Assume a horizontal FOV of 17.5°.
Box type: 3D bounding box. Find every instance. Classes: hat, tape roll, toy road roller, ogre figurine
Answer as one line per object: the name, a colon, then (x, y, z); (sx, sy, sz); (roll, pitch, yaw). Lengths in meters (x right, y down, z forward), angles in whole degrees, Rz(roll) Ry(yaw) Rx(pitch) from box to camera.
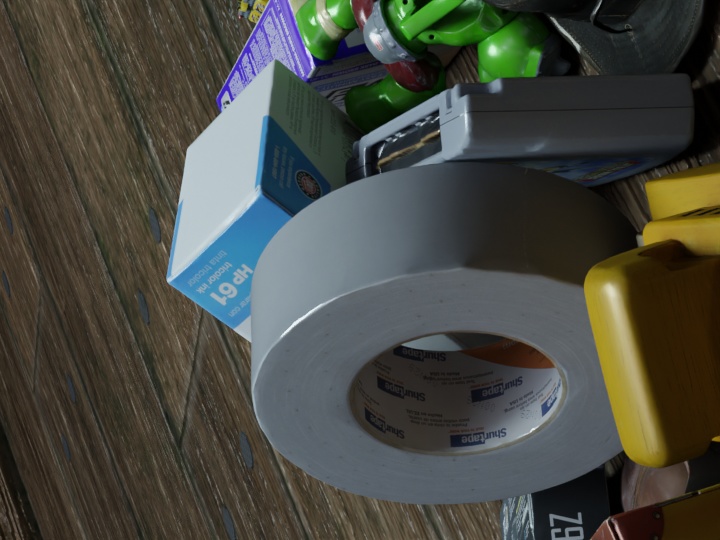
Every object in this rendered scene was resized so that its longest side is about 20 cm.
hat: (0.091, -0.166, 1.144); (0.201, 0.081, 0.201); (164, 90, -72)
tape roll: (0.046, 0.035, 1.143); (0.200, 0.200, 0.066); (100, 170, -52)
toy road roller: (0.154, 0.021, 1.000); (0.200, 0.146, 0.123); (178, 78, -71)
ogre figurine: (0.032, -0.136, 1.267); (0.120, 0.098, 0.200); (-31, 82, 35)

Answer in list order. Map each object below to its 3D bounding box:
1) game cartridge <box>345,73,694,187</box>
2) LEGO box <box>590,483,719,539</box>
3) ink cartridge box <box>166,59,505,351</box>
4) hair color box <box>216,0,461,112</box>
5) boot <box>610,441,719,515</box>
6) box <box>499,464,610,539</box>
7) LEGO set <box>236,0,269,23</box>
game cartridge: (0.082, -0.064, 1.163); (0.200, 0.133, 0.042); (159, 112, -73)
LEGO box: (0.198, 0.185, 0.995); (0.077, 0.149, 0.200); (111, 141, -61)
ink cartridge box: (0.000, 0.000, 1.283); (0.085, 0.200, 0.145); (-44, 22, 25)
hair color box: (-0.012, -0.127, 1.431); (0.200, 0.109, 0.065); (134, 118, -70)
boot: (0.170, 0.166, 1.196); (0.187, 0.064, 0.200); (-105, 16, -46)
box: (0.110, 0.185, 1.295); (0.200, 0.043, 0.160); (90, 176, -68)
LEGO set: (-0.069, -0.211, 1.431); (0.200, 0.154, 0.116); (152, 132, -70)
